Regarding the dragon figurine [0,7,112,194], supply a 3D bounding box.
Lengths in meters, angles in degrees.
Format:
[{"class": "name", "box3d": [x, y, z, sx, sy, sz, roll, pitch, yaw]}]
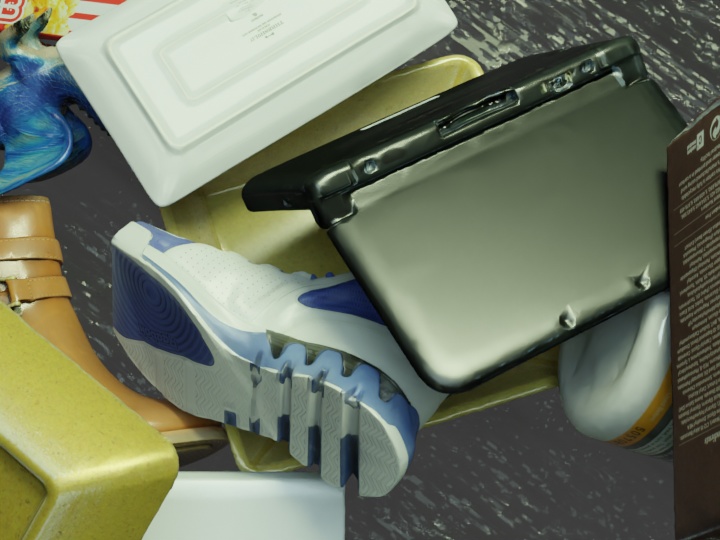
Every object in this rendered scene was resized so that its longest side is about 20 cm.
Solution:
[{"class": "dragon figurine", "box3d": [-0.186, -0.076, 1.054, 0.199, 0.059, 0.100, -31, 96, 13]}]

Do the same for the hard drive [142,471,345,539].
[{"class": "hard drive", "box3d": [-0.108, 0.172, 1.005, 0.198, 0.026, 0.133, 0, 96, -3]}]

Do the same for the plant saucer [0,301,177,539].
[{"class": "plant saucer", "box3d": [-0.215, 0.116, 0.953, 0.199, 0.048, 0.201, 37, 109, 17]}]

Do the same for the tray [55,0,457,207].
[{"class": "tray", "box3d": [-0.052, -0.129, 1.023, 0.199, 0.022, 0.108, -32, 83, -16]}]

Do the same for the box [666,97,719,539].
[{"class": "box", "box3d": [0.203, 0.028, 0.891, 0.099, 0.075, 0.202, 8, 69, -15]}]

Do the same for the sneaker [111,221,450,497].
[{"class": "sneaker", "box3d": [-0.029, 0.032, 0.999, 0.199, 0.081, 0.115, 29, 43, 24]}]

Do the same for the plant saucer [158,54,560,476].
[{"class": "plant saucer", "box3d": [0.000, 0.000, 1.071, 0.198, 0.048, 0.201, -16, 75, -8]}]

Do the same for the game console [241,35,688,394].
[{"class": "game console", "box3d": [0.066, -0.031, 0.982, 0.199, 0.176, 0.117, -25, 100, -21]}]

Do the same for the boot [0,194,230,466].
[{"class": "boot", "box3d": [-0.170, 0.035, 1.043, 0.198, 0.074, 0.156, 0, 70, -5]}]

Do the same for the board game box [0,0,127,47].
[{"class": "board game box", "box3d": [-0.107, -0.188, 1.099, 0.198, 0.046, 0.153, 8, 73, 15]}]

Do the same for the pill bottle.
[{"class": "pill bottle", "box3d": [0.214, 0.058, 1.010, 0.199, 0.116, 0.117, 19, 73, -17]}]
